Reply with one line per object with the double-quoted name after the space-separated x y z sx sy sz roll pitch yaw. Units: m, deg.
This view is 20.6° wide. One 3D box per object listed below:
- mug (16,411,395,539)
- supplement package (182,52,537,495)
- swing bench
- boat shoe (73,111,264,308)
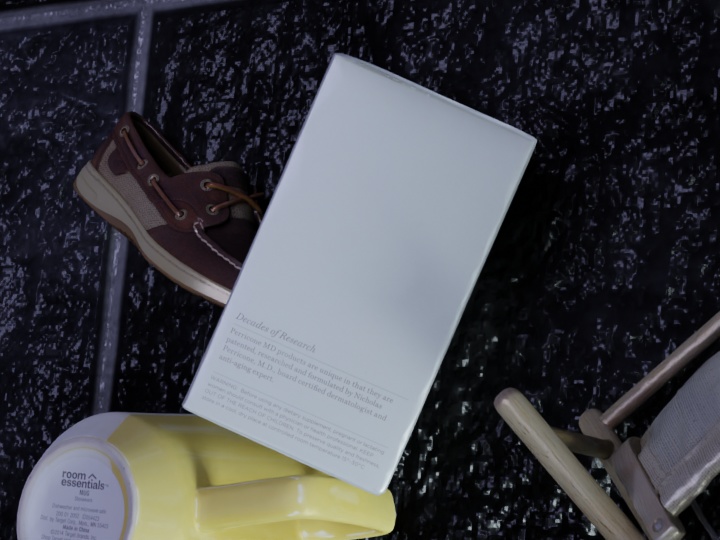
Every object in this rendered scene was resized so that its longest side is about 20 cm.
-0.096 0.131 1.087 0.187 0.153 0.150 -44 58 16 "mug"
0.000 0.000 1.054 0.117 0.117 0.201 23 92 1 "supplement package"
0.207 0.079 0.918 0.199 0.130 0.200 -43 64 16 "swing bench"
-0.094 -0.034 1.180 0.200 0.072 0.072 38 101 40 "boat shoe"
